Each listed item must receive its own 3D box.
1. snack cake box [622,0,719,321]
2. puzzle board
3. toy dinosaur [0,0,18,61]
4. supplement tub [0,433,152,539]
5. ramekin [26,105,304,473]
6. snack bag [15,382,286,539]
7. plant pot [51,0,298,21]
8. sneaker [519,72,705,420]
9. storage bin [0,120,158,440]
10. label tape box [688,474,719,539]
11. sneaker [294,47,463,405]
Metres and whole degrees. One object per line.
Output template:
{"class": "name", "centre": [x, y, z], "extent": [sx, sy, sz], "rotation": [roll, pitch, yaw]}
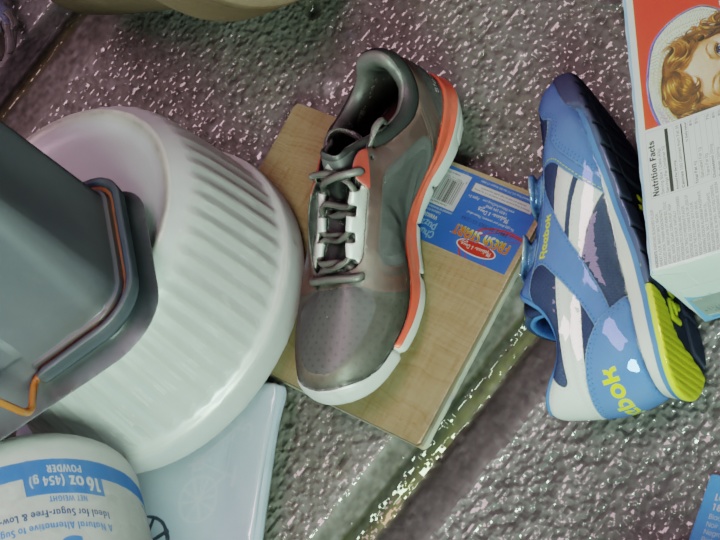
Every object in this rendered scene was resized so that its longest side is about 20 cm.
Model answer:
{"class": "snack cake box", "centre": [0.201, -0.088, 1.220], "extent": [0.114, 0.067, 0.202], "rotation": [-18, 58, 28]}
{"class": "puzzle board", "centre": [0.000, 0.000, 1.349], "extent": [0.199, 0.017, 0.152], "rotation": [23, 80, 39]}
{"class": "toy dinosaur", "centre": [-0.266, -0.242, 1.586], "extent": [0.180, 0.105, 0.202], "rotation": [-19, 57, 33]}
{"class": "supplement tub", "centre": [-0.160, 0.200, 1.258], "extent": [0.131, 0.132, 0.201], "rotation": [-31, 54, 18]}
{"class": "ramekin", "centre": [-0.140, 0.004, 1.359], "extent": [0.199, 0.105, 0.202], "rotation": [-18, 55, 27]}
{"class": "snack bag", "centre": [-0.128, 0.152, 1.357], "extent": [0.199, 0.021, 0.190], "rotation": [-8, 64, 32]}
{"class": "plant pot", "centre": [-0.128, -0.232, 1.457], "extent": [0.174, 0.199, 0.202], "rotation": [-17, 57, 47]}
{"class": "sneaker", "centre": [0.113, -0.013, 1.240], "extent": [0.082, 0.074, 0.201], "rotation": [-26, 54, 24]}
{"class": "storage bin", "centre": [-0.224, 0.012, 1.239], "extent": [0.199, 0.134, 0.146], "rotation": [-33, 40, 16]}
{"class": "label tape box", "centre": [0.179, 0.189, 1.098], "extent": [0.143, 0.063, 0.202], "rotation": [8, 73, 36]}
{"class": "sneaker", "centre": [-0.007, -0.029, 1.304], "extent": [0.077, 0.082, 0.202], "rotation": [-1, 66, 34]}
